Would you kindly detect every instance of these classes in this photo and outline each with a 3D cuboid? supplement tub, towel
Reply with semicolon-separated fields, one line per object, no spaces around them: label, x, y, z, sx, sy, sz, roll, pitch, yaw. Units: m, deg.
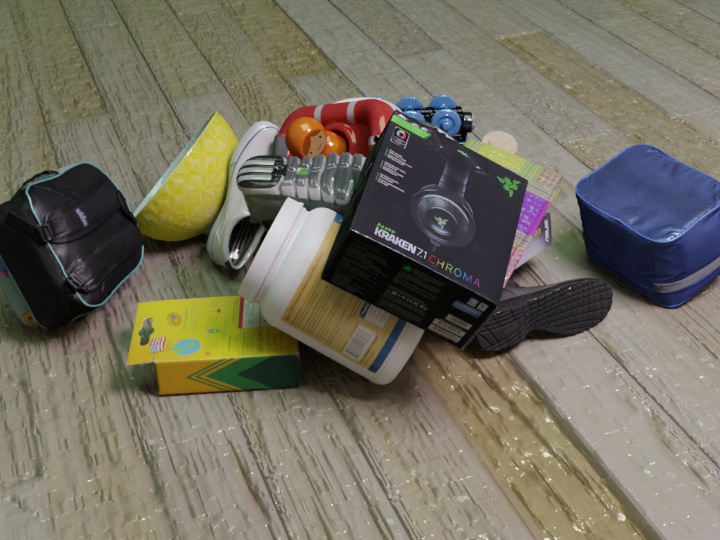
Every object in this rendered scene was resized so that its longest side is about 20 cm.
supplement tub;-0.023;0.021;1.213;0.198;0.146;0.145;29;35;-4
towel;0.140;-0.067;1.276;0.142;0.023;0.201;25;57;16

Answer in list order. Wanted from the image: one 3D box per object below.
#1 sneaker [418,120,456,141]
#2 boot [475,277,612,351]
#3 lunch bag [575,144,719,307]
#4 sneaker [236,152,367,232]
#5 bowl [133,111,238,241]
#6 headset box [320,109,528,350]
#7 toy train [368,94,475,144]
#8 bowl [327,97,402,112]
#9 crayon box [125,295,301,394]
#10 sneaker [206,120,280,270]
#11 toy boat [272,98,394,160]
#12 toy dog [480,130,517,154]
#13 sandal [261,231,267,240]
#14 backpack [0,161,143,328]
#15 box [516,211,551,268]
sneaker;0.140;-0.133;1.510;0.200;0.067;0.091;42;15;-7
boot;0.197;0.028;1.325;0.197;0.071;0.132;-8;25;-20
lunch bag;0.367;-0.055;1.379;0.135;0.133;0.200;-31;41;-13
sneaker;-0.044;-0.077;1.288;0.196;0.116;0.076;7;49;12
bowl;-0.222;-0.108;1.502;0.107;0.200;0.201;40;32;-13
headset box;0.074;-0.050;1.153;0.172;0.093;0.202;27;50;-7
toy train;0.075;-0.197;1.631;0.196;0.116;0.087;-2;29;1
bowl;-0.010;-0.134;1.497;0.198;0.203;0.091;-12;54;-14
crayon box;-0.168;0.084;1.273;0.196;0.051;0.128;-3;33;-1
sneaker;-0.140;-0.094;1.428;0.072;0.203;0.071;10;14;-39
toy boat;-0.042;-0.152;1.338;0.197;0.133;0.130;-1;-10;34
toy dog;0.109;-0.113;1.390;0.197;0.133;0.097;-11;48;13
sandal;-0.109;-0.055;1.481;0.054;0.082;0.200;-37;49;-11
backpack;-0.371;-0.037;1.361;0.152;0.177;0.200;-23;15;29
box;0.123;-0.040;1.397;0.198;0.049;0.158;9;26;40
